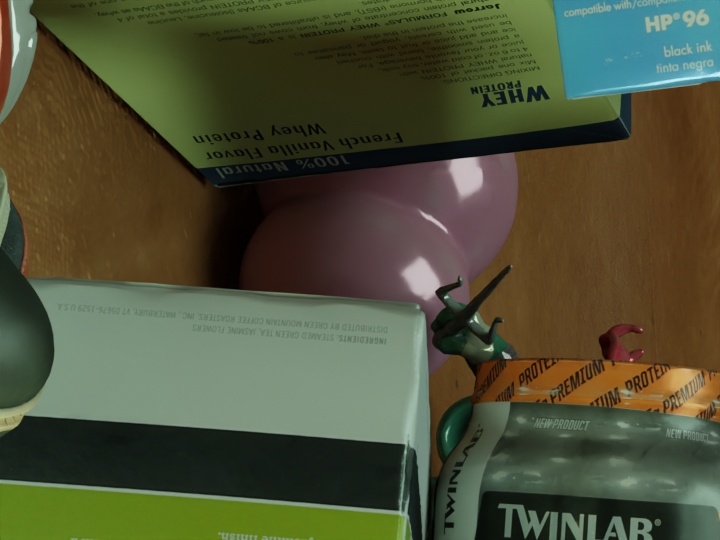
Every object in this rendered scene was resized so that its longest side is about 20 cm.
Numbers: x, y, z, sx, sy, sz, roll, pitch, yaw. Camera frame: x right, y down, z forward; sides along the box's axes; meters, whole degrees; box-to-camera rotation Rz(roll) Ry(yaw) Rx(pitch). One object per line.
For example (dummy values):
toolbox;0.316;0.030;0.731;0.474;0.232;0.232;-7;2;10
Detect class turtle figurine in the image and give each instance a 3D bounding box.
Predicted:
turtle figurine;0.070;0.098;0.845;0.200;0.100;0.150;102;-6;-51

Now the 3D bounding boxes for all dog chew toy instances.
dog chew toy;0.000;0.000;0.921;0.125;0.124;0.201;58;41;-49

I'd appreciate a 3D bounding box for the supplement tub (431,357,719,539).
supplement tub;0.083;0.135;0.716;0.122;0.122;0.201;21;70;-67

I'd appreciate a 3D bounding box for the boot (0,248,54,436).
boot;-0.119;-0.048;0.485;0.200;0.138;0.078;43;34;-28

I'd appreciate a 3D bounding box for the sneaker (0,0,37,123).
sneaker;-0.153;-0.138;0.606;0.082;0.077;0.201;-2;77;-50

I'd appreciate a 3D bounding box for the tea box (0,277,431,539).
tea box;-0.048;0.136;0.660;0.200;0.133;0.198;84;12;-63

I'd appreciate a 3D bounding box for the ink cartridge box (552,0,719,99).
ink cartridge box;0.107;-0.171;0.740;0.116;0.068;0.201;-27;110;-68

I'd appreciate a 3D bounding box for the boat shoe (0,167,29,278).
boat shoe;-0.145;0.023;0.577;0.200;0.071;0.063;-62;156;-64

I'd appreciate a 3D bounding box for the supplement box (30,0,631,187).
supplement box;-0.008;-0.143;0.806;0.200;0.199;0.135;45;45;-58

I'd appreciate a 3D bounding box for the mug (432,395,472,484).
mug;0.085;0.173;1.096;0.152;0.114;0.186;-40;122;-65
